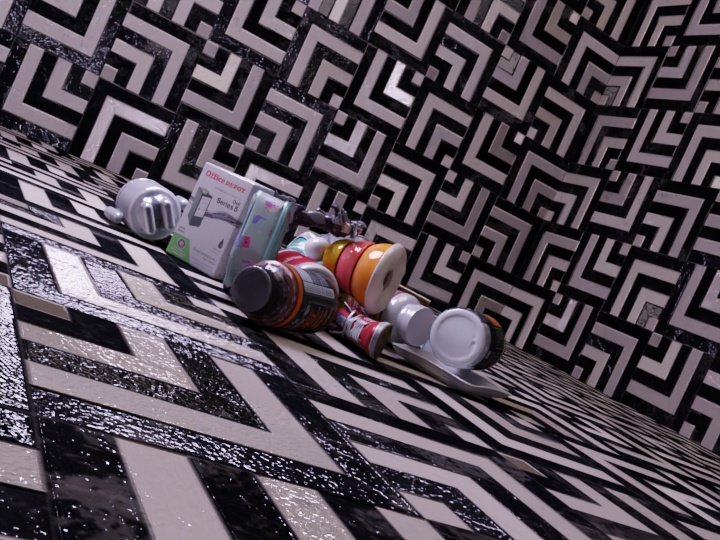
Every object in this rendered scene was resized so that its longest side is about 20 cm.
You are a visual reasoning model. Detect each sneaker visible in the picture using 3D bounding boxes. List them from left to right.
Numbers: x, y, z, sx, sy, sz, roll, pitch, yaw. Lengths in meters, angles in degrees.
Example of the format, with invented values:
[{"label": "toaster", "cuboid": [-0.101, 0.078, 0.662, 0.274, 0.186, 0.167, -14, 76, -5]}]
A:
[{"label": "sneaker", "cuboid": [-0.076, 0.001, 1.706, 0.200, 0.080, 0.078, 35, -32, 29]}, {"label": "sneaker", "cuboid": [-0.002, 0.106, 1.516, 0.112, 0.071, 0.200, 29, -5, 5]}]

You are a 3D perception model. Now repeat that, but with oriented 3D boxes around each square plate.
[{"label": "square plate", "cuboid": [0.183, 0.208, 1.676, 0.200, 0.028, 0.198, 26, 2, 36]}]

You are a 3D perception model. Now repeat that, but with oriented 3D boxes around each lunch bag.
[{"label": "lunch bag", "cuboid": [-0.184, -0.036, 1.463, 0.077, 0.161, 0.200, 20, -22, -6]}]

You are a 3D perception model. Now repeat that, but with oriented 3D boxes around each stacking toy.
[{"label": "stacking toy", "cuboid": [-0.023, -0.016, 1.604, 0.200, 0.146, 0.146, 25, 2, 18]}]

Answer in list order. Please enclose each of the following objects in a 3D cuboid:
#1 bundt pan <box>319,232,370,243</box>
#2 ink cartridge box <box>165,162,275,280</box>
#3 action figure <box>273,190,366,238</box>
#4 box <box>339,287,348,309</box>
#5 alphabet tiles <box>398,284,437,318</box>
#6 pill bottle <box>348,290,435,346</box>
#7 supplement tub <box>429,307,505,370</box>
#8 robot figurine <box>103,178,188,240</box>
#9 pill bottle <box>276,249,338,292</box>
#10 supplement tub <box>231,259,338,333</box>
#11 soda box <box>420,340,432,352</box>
[{"label": "bundt pan", "cuboid": [-0.047, 0.005, 2.052, 0.202, 0.202, 0.076, 24, 28, -13]}, {"label": "ink cartridge box", "cuboid": [-0.274, -0.095, 1.641, 0.145, 0.200, 0.084, 26, 3, 31]}, {"label": "action figure", "cuboid": [-0.079, -0.098, 1.586, 0.200, 0.069, 0.130, 8, -12, -21]}, {"label": "box", "cuboid": [-0.081, 0.031, 1.791, 0.070, 0.064, 0.200, 10, 20, -16]}, {"label": "alphabet tiles", "cuboid": [0.070, 0.089, 1.900, 0.200, 0.166, 0.006, 28, 45, -2]}, {"label": "pill bottle", "cuboid": [0.059, 0.093, 1.774, 0.112, 0.112, 0.200, 22, -2, -44]}, {"label": "supplement tub", "cuboid": [0.228, 0.144, 1.712, 0.122, 0.123, 0.200, 26, 2, 25]}, {"label": "robot figurine", "cuboid": [-0.446, -0.129, 1.734, 0.169, 0.113, 0.200, -9, 19, -25]}, {"label": "pill bottle", "cuboid": [-0.127, 0.023, 1.594, 0.112, 0.112, 0.200, 23, 2, -27]}, {"label": "supplement tub", "cuboid": [-0.122, 0.042, 1.321, 0.107, 0.107, 0.200, 26, 3, 27]}, {"label": "soda box", "cuboid": [0.206, 0.184, 1.941, 0.064, 0.068, 0.200, 25, 2, 25]}]
